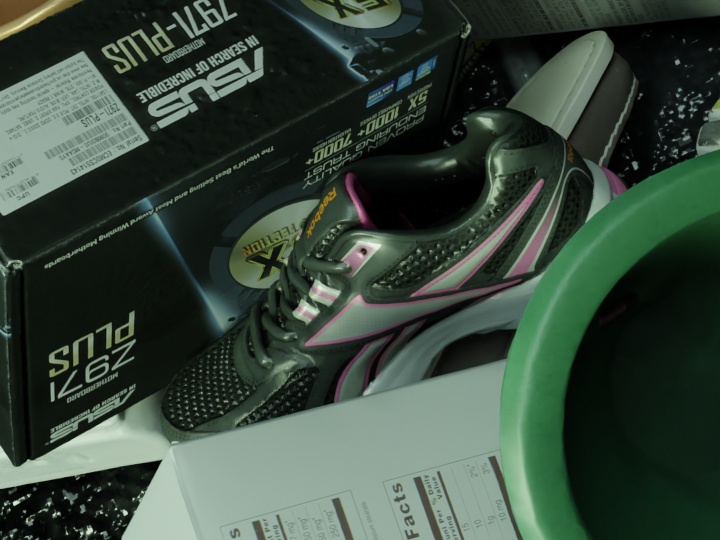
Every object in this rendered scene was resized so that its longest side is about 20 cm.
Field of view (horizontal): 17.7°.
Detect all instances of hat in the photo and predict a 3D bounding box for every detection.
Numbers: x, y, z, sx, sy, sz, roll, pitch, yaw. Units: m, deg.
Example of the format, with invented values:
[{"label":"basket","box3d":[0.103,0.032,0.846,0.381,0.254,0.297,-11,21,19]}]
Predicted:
[{"label":"hat","box3d":[0.115,0.030,0.807,0.200,0.176,0.166,-26,101,-12]}]

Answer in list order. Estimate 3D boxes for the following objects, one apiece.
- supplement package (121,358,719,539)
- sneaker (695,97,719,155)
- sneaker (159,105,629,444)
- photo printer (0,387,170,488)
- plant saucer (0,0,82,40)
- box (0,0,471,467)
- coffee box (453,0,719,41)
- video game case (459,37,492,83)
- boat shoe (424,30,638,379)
[{"label":"supplement package","box3d":[0.030,0.104,0.825,0.200,0.114,0.110,-13,71,-21]},{"label":"sneaker","box3d":[0.171,-0.003,0.907,0.074,0.085,0.200,-1,50,31]},{"label":"sneaker","box3d":[0.000,0.000,0.872,0.200,0.086,0.080,-35,41,11]},{"label":"photo printer","box3d":[-0.162,-0.005,1.018,0.166,0.069,0.200,-12,69,20]},{"label":"plant saucer","box3d":[-0.130,-0.157,1.002,0.200,0.037,0.200,-24,40,21]},{"label":"box","box3d":[-0.070,-0.036,0.884,0.200,0.164,0.086,-29,68,-21]},{"label":"coffee box","box3d":[0.057,-0.164,0.963,0.200,0.080,0.115,-4,70,18]},{"label":"video game case","box3d":[-0.023,-0.147,1.045,0.200,0.026,0.181,35,87,25]},{"label":"boat shoe","box3d":[0.065,-0.006,0.948,0.059,0.072,0.200,35,71,-16]}]
